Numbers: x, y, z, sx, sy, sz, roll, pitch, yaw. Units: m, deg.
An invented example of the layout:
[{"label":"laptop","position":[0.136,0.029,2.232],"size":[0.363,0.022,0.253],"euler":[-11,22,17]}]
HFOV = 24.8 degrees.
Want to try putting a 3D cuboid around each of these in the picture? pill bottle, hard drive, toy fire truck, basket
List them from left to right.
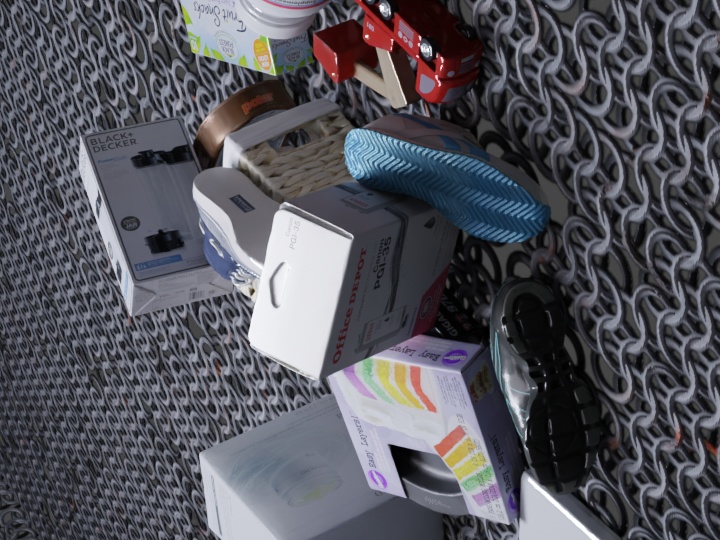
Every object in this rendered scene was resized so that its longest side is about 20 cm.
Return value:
[{"label":"pill bottle","position":[-0.060,-0.306,1.514],"size":[0.109,0.108,0.200],"euler":[59,154,18]},{"label":"basket","position":[-0.056,-0.052,1.681],"size":[0.123,0.135,0.200],"euler":[46,147,34]},{"label":"toy fire truck","position":[0.032,-0.199,1.488],"size":[0.200,0.049,0.141],"euler":[49,149,34]},{"label":"hard drive","position":[0.220,0.289,1.535],"size":[0.200,0.026,0.132],"euler":[41,144,44]}]

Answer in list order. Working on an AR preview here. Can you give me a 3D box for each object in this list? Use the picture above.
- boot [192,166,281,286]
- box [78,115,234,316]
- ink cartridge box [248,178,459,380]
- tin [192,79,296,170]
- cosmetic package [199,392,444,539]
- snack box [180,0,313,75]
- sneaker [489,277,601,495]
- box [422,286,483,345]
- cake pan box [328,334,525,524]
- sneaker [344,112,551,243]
[{"label":"boot","position":[-0.100,-0.019,1.571],"size":[0.200,0.072,0.091],"euler":[-131,30,-50]},{"label":"box","position":[-0.214,-0.060,1.712],"size":[0.060,0.116,0.201],"euler":[103,149,-54]},{"label":"ink cartridge box","position":[0.000,0.000,1.481],"size":[0.083,0.200,0.147],"euler":[25,115,26]},{"label":"tin","position":[-0.132,-0.137,1.789],"size":[0.042,0.112,0.200],"euler":[60,154,16]},{"label":"cosmetic package","position":[-0.043,0.260,1.827],"size":[0.200,0.199,0.123],"euler":[40,143,44]},{"label":"snack box","position":[-0.131,-0.292,1.731],"size":[0.200,0.053,0.143],"euler":[24,132,56]},{"label":"sneaker","position":[0.162,0.101,1.467],"size":[0.079,0.075,0.201],"euler":[-165,62,-76]},{"label":"box","position":[0.049,0.078,1.678],"size":[0.159,0.046,0.200],"euler":[50,150,30]},{"label":"cake pan box","position":[0.065,0.150,1.610],"size":[0.184,0.052,0.201],"euler":[11,132,40]},{"label":"sneaker","position":[0.086,-0.091,1.443],"size":[0.200,0.081,0.077],"euler":[27,128,26]}]
